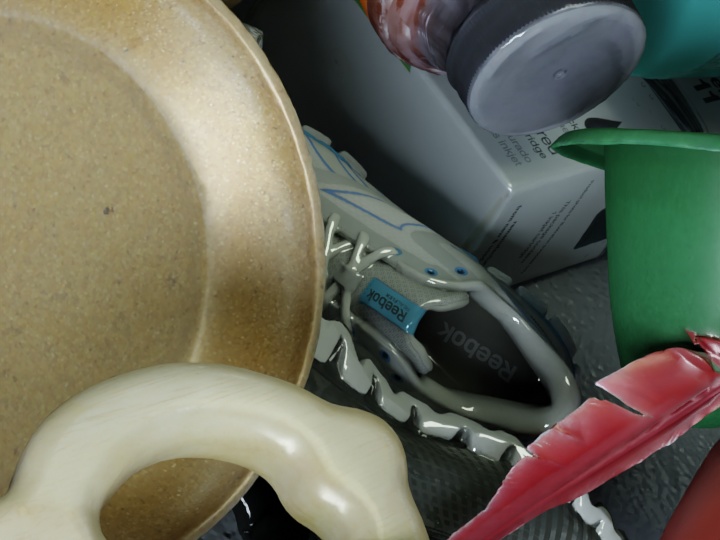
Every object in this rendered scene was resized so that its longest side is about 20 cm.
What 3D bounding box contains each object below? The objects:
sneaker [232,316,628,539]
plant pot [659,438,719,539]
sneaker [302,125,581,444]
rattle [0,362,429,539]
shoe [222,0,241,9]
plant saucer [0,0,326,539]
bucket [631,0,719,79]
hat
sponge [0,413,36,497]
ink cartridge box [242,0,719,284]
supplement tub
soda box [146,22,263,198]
[{"bbox_3d":[0.007,0.084,0.807,0.200,0.066,0.091,36,57,-15],"label":"sneaker"},{"bbox_3d":[0.172,0.138,0.784,0.200,0.201,0.177,33,30,-4],"label":"plant pot"},{"bbox_3d":[0.000,0.000,0.845,0.200,0.075,0.087,29,1,-7],"label":"sneaker"},{"bbox_3d":[-0.087,0.098,0.666,0.199,0.143,0.131,-3,77,-24],"label":"rattle"},{"bbox_3d":[-0.052,-0.159,0.953,0.070,0.053,0.200,46,12,-23],"label":"shoe"},{"bbox_3d":[-0.100,-0.005,0.701,0.200,0.035,0.201,2,87,-38],"label":"plant saucer"},{"bbox_3d":[0.159,-0.171,0.920,0.134,0.207,0.207,-10,58,-31],"label":"bucket"},{"bbox_3d":[0.129,0.049,0.804,0.199,0.177,0.166,8,-3,12],"label":"hat"},{"bbox_3d":[-0.147,0.057,0.703,0.200,0.030,0.112,-19,88,-43],"label":"sponge"},{"bbox_3d":[0.069,-0.080,0.985,0.200,0.083,0.147,-17,63,-44],"label":"ink cartridge box"},{"bbox_3d":[0.034,-0.148,0.881,0.107,0.107,0.200,-1,52,-35],"label":"supplement tub"},{"bbox_3d":[-0.138,-0.073,0.803,0.199,0.063,0.071,19,60,3],"label":"soda box"}]
